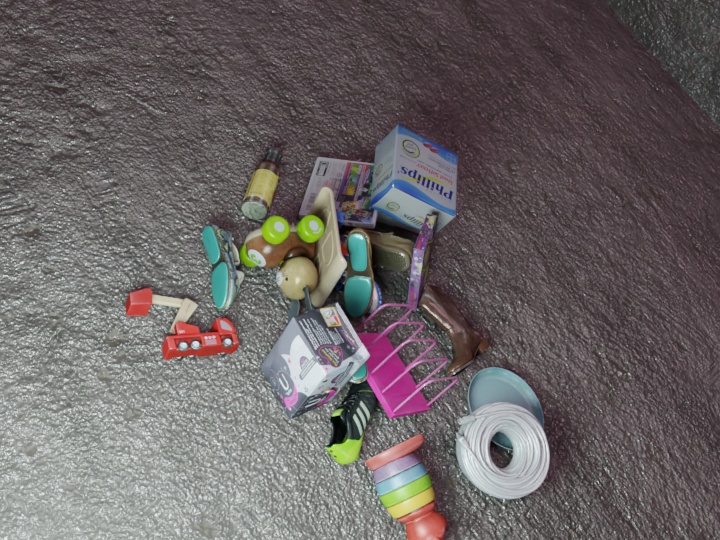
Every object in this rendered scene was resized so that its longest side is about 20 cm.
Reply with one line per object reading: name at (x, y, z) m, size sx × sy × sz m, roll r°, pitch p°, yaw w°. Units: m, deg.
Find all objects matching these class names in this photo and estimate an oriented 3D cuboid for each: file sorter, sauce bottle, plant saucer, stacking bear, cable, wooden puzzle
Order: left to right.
sauce bottle at (-0.221, -0.206, 1.836) m, size 0.064 × 0.065 × 0.201 m, roll 24°, pitch 50°, yaw -13°
wooden puzzle at (-0.073, -0.050, 1.723) m, size 0.046 × 0.186 × 0.201 m, roll 1°, pitch 56°, yaw -24°
file sorter at (0.090, 0.182, 1.652) m, size 0.139 × 0.125 × 0.201 m, roll 4°, pitch 47°, yaw -53°
stacking bear at (0.098, 0.436, 1.527) m, size 0.113 × 0.121 × 0.201 m, roll -15°, pitch 73°, yaw -38°
cable at (0.299, 0.379, 1.678) m, size 0.199 × 0.069 × 0.201 m, roll -18°, pitch 80°, yaw -24°
plant saucer at (0.323, 0.314, 1.792) m, size 0.199 × 0.027 × 0.201 m, roll 15°, pitch 52°, yaw -20°

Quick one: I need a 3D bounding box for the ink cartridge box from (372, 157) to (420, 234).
ink cartridge box at (0.107, -0.208, 2.010) m, size 0.144 × 0.083 × 0.201 m, roll 17°, pitch 51°, yaw -18°

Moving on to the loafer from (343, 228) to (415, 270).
loafer at (0.047, -0.052, 1.823) m, size 0.199 × 0.076 × 0.067 m, roll 22°, pitch 43°, yaw 35°

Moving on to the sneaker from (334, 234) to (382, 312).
sneaker at (-0.023, 0.007, 1.789) m, size 0.085 × 0.077 × 0.201 m, roll -11°, pitch 63°, yaw -30°

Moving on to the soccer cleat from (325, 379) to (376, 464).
soccer cleat at (-0.019, 0.286, 1.582) m, size 0.081 × 0.067 × 0.201 m, roll 49°, pitch 40°, yaw -33°

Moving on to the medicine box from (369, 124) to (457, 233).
medicine box at (0.129, -0.213, 1.888) m, size 0.181 × 0.103 × 0.201 m, roll 23°, pitch 51°, yaw -23°

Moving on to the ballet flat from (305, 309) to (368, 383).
ballet flat at (-0.054, 0.167, 1.644) m, size 0.074 × 0.074 × 0.200 m, roll -16°, pitch 54°, yaw -36°

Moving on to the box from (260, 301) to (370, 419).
box at (-0.092, 0.178, 1.538) m, size 0.114 × 0.200 × 0.133 m, roll -18°, pitch 67°, yaw -36°

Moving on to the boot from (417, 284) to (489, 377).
boot at (0.188, 0.133, 1.817) m, size 0.200 × 0.064 × 0.186 m, roll 51°, pitch 35°, yaw 5°

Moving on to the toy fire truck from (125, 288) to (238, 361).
toy fire truck at (-0.346, 0.103, 1.551) m, size 0.199 × 0.049 × 0.142 m, roll -3°, pitch 59°, yaw -31°

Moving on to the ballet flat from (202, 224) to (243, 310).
ballet flat at (-0.276, -0.007, 1.652) m, size 0.074 × 0.074 × 0.201 m, roll 1°, pitch 61°, yaw -29°

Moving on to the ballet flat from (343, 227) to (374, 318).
ballet flat at (0.000, 0.000, 1.713) m, size 0.067 × 0.201 × 0.072 m, roll 3°, pitch 20°, yaw 14°

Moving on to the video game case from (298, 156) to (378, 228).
video game case at (-0.037, -0.188, 1.902) m, size 0.181 × 0.023 × 0.201 m, roll 8°, pitch 51°, yaw 8°

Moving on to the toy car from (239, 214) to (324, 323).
toy car at (-0.152, 0.007, 1.670) m, size 0.157 × 0.164 × 0.201 m, roll -4°, pitch 72°, yaw -31°

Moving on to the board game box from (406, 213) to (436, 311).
board game box at (0.139, -0.017, 1.816) m, size 0.032 × 0.201 × 0.120 m, roll 11°, pitch 47°, yaw 7°
